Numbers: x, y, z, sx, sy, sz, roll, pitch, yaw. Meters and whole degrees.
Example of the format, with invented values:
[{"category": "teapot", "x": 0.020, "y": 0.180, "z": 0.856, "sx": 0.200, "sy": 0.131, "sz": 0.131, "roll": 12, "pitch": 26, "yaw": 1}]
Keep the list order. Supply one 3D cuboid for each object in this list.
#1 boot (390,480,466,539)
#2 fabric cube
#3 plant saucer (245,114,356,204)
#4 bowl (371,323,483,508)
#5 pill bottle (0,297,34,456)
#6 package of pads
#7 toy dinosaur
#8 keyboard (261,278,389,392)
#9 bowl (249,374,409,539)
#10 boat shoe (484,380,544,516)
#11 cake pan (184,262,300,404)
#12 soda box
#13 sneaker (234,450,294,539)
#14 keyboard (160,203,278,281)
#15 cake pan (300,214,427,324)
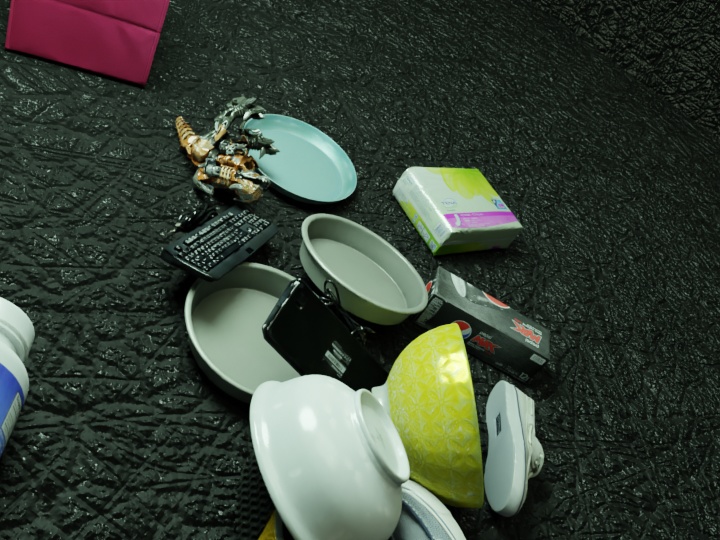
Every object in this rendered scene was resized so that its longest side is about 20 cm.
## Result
[{"category": "boot", "x": 0.069, "y": 0.306, "z": 0.701, "sx": 0.090, "sy": 0.073, "sz": 0.201, "roll": -13, "pitch": 58, "yaw": -51}, {"category": "fabric cube", "x": -0.391, "y": -0.425, "z": 1.037, "sx": 0.197, "sy": 0.201, "sz": 0.198, "roll": 9, "pitch": 45, "yaw": -27}, {"category": "plant saucer", "x": -0.099, "y": -0.172, "z": 1.128, "sx": 0.198, "sy": 0.028, "sz": 0.202, "roll": 21, "pitch": 40, "yaw": -19}, {"category": "bowl", "x": 0.069, "y": 0.166, "z": 0.796, "sx": 0.106, "sy": 0.202, "sz": 0.202, "roll": -7, "pitch": 44, "yaw": 2}, {"category": "pill bottle", "x": -0.336, "y": 0.115, "z": 0.567, "sx": 0.111, "sy": 0.112, "sz": 0.201, "roll": 21, "pitch": 40, "yaw": -18}, {"category": "package of pads", "x": 0.167, "y": -0.108, "z": 1.227, "sx": 0.198, "sy": 0.068, "sz": 0.155, "roll": -6, "pitch": 53, "yaw": -42}, {"category": "toy dinosaur", "x": -0.194, "y": -0.173, "z": 0.998, "sx": 0.200, "sy": 0.102, "sz": 0.136, "roll": 43, "pitch": 72, "yaw": 9}, {"category": "keyboard", "x": -0.032, "y": 0.092, "z": 0.817, "sx": 0.200, "sy": 0.039, "sz": 0.105, "roll": 51, "pitch": 60, "yaw": -30}, {"category": "bowl", "x": -0.014, "y": 0.178, "z": 0.686, "sx": 0.202, "sy": 0.090, "sz": 0.201, "roll": 56, "pitch": 11, "yaw": -17}, {"category": "boat shoe", "x": 0.200, "y": 0.227, "z": 0.896, "sx": 0.069, "sy": 0.071, "sz": 0.201, "roll": 25, "pitch": 31, "yaw": -8}, {"category": "cake pan", "x": -0.115, "y": 0.077, "z": 0.838, "sx": 0.198, "sy": 0.037, "sz": 0.202, "roll": 21, "pitch": 39, "yaw": -18}, {"category": "soda box", "x": 0.178, "y": 0.080, "z": 1.038, "sx": 0.198, "sy": 0.064, "sz": 0.071, "roll": 30, "pitch": 37, "yaw": -8}, {"category": "sneaker", "x": -0.063, "y": 0.254, "z": 0.675, "sx": 0.090, "sy": 0.070, "sz": 0.201, "roll": 33, "pitch": 30, "yaw": -35}, {"category": "keyboard", "x": -0.177, "y": -0.052, "z": 0.879, "sx": 0.103, "sy": 0.040, "sz": 0.200, "roll": 22, "pitch": 23, "yaw": 7}, {"category": "cake pan", "x": 0.000, "y": 0.000, "z": 0.966, "sx": 0.199, "sy": 0.037, "sz": 0.201, "roll": 29, "pitch": 25, "yaw": -15}]
